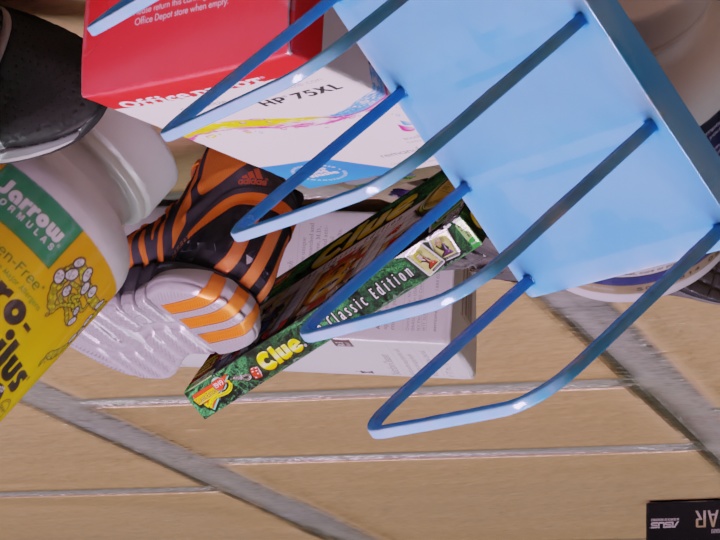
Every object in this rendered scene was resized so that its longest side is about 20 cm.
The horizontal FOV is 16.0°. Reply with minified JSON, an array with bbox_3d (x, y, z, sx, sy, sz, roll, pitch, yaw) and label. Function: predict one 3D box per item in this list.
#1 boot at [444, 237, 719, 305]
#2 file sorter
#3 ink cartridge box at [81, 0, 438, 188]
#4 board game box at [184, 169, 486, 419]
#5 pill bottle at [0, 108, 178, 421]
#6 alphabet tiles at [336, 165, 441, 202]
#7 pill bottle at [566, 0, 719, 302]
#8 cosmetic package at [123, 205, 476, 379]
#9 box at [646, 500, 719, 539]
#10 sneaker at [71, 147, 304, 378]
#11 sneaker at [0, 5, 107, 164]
[{"bbox_3d":[0.129,-0.019,1.405,0.200,0.070,0.132,17,166,-14],"label":"boot"},{"bbox_3d":[0.017,-0.053,0.933,0.123,0.200,0.139,-41,-167,-29],"label":"file sorter"},{"bbox_3d":[-0.038,-0.098,1.100,0.116,0.067,0.200,-9,162,36],"label":"ink cartridge box"},{"bbox_3d":[0.000,0.000,1.302,0.200,0.023,0.105,-33,-169,34],"label":"board game box"},{"bbox_3d":[-0.181,0.000,1.219,0.113,0.200,0.113,35,159,16],"label":"pill bottle"},{"bbox_3d":[0.062,-0.063,1.355,0.200,0.008,0.167,-11,161,41],"label":"alphabet tiles"},{"bbox_3d":[0.104,-0.079,1.038,0.111,0.111,0.200,0,152,8],"label":"pill bottle"},{"bbox_3d":[-0.036,0.013,1.510,0.200,0.081,0.113,0,166,11],"label":"cosmetic package"},{"bbox_3d":[0.390,0.265,2.566,0.160,0.044,0.200,-4,165,22],"label":"box"},{"bbox_3d":[-0.093,-0.010,1.356,0.078,0.112,0.200,41,152,-28],"label":"sneaker"},{"bbox_3d":[-0.195,-0.100,1.099,0.200,0.075,0.115,7,163,-17],"label":"sneaker"}]
